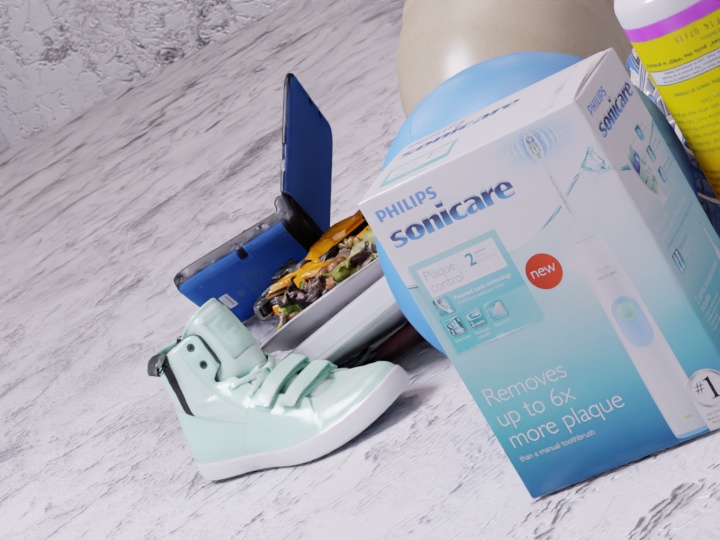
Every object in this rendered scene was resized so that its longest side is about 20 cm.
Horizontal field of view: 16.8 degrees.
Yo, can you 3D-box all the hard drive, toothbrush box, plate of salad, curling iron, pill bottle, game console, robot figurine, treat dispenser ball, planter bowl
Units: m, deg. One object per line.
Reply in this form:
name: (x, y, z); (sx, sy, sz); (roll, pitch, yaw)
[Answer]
hard drive: (0.027, 0.019, 1.736); (0.132, 0.026, 0.200); (-30, -6, -41)
toothbrush box: (0.116, 0.003, 1.339); (0.146, 0.201, 0.085); (-23, 14, 28)
plate of salad: (0.000, 0.000, 1.800); (0.199, 0.048, 0.200); (-33, -5, -3)
curling iron: (0.054, 0.037, 1.752); (0.199, 0.026, 0.050); (-33, 6, -4)
pill bottle: (0.238, -0.099, 1.441); (0.104, 0.201, 0.104); (-29, 12, 7)
game console: (-0.087, -0.055, 2.072); (0.170, 0.119, 0.200); (-31, -15, 3)
robot figurine: (0.002, -0.009, 1.983); (0.144, 0.058, 0.200); (-20, 16, 43)
treat dispenser ball: (0.107, -0.032, 1.491); (0.200, 0.202, 0.201); (-29, 12, 7)
planter bowl: (0.115, -0.139, 1.975); (0.199, 0.200, 0.136); (-18, 44, 45)

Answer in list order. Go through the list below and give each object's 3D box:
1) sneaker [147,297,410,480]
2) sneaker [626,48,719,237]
sneaker: (-0.065, 0.071, 1.690); (0.199, 0.119, 0.074); (-20, 15, 38)
sneaker: (0.221, -0.090, 1.644); (0.085, 0.077, 0.201); (-49, 34, 45)
